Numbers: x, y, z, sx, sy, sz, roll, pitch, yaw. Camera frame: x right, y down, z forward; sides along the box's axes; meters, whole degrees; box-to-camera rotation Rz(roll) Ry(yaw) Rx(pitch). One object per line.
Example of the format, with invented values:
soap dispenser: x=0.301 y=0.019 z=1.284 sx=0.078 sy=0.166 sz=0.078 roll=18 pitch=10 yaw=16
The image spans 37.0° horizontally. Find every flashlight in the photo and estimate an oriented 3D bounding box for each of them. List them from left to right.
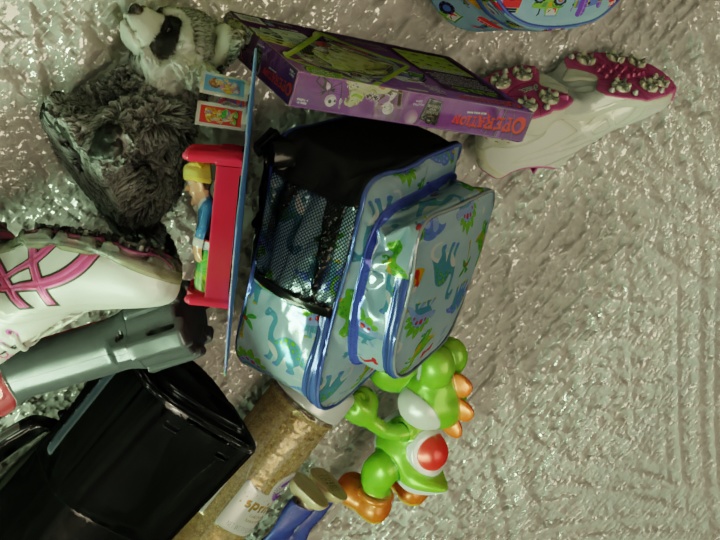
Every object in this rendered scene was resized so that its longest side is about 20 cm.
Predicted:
flashlight: x=-0.196 y=0.054 z=0.722 sx=0.199 sy=0.068 sz=0.068 roll=-17 pitch=156 yaw=13

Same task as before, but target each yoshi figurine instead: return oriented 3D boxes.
yoshi figurine: x=0.034 y=0.124 z=0.965 sx=0.111 sy=0.113 sz=0.201 roll=14 pitch=126 yaw=-6

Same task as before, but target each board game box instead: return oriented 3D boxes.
board game box: x=-0.092 y=-0.036 z=0.667 sx=0.039 sy=0.201 sz=0.158 roll=6 pitch=145 yaw=-6
board game box: x=0.013 y=-0.137 z=0.767 sx=0.199 sy=0.120 sz=0.032 roll=4 pitch=113 yaw=-34

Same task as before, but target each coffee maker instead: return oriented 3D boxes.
coffee maker: x=-0.174 y=0.165 z=0.776 sx=0.200 sy=0.192 sz=0.135 roll=-49 pitch=150 yaw=5

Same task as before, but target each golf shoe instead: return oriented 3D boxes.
golf shoe: x=-0.204 y=0.014 z=0.680 sx=0.073 sy=0.199 sz=0.093 roll=8 pitch=86 yaw=-74
golf shoe: x=0.178 y=-0.132 z=0.918 sx=0.199 sy=0.075 sz=0.092 roll=-12 pitch=138 yaw=-24

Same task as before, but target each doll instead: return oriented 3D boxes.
doll: x=-0.090 y=0.268 z=0.975 sx=0.200 sy=0.048 sz=0.136 roll=-53 pitch=159 yaw=13

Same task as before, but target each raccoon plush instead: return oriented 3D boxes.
raccoon plush: x=-0.131 y=-0.088 z=0.742 sx=0.134 sy=0.097 sz=0.200 roll=-38 pitch=148 yaw=-20

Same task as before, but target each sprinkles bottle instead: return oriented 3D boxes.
sprinkles bottle: x=-0.090 y=0.165 z=0.913 sx=0.068 sy=0.068 sz=0.200 roll=34 pitch=96 yaw=-41

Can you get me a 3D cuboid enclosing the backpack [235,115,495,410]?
backpack: x=0.000 y=0.000 z=0.795 sx=0.183 sy=0.146 sz=0.201 roll=-30 pitch=144 yaw=-57

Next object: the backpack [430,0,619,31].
backpack: x=0.137 y=-0.259 z=0.767 sx=0.182 sy=0.135 sz=0.201 roll=-11 pitch=123 yaw=-28
